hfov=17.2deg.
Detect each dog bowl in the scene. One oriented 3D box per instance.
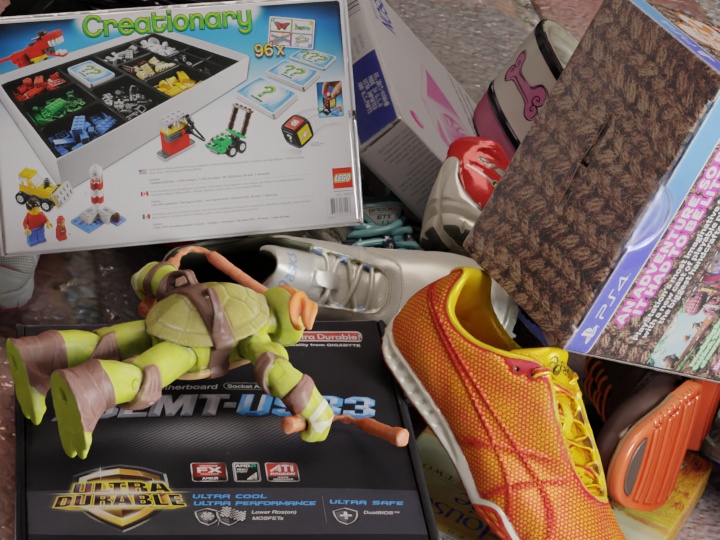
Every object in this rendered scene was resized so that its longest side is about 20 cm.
[{"bbox_3d":[0.150,-0.059,1.507,0.200,0.074,0.200,48,15,-18],"label":"dog bowl"}]

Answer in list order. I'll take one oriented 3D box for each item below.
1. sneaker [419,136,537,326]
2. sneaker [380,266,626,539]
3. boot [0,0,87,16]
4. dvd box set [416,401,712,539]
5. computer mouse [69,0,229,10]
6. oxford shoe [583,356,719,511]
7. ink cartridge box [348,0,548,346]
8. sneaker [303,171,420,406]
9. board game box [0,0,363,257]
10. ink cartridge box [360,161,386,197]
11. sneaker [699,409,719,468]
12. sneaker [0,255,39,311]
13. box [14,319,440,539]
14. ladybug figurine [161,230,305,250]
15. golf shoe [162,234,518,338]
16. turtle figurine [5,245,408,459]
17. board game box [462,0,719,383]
[{"bbox_3d":[0.119,-0.018,1.371,0.077,0.086,0.199,-7,-27,44],"label":"sneaker"},{"bbox_3d":[0.085,0.083,1.183,0.201,0.077,0.073,55,20,19],"label":"sneaker"},{"bbox_3d":[-0.177,-0.161,1.540,0.162,0.074,0.198,7,21,45],"label":"boot"},{"bbox_3d":[0.094,0.123,1.272,0.146,0.030,0.200,25,28,14],"label":"dvd box set"},{"bbox_3d":[-0.085,-0.149,1.414,0.138,0.053,0.200,23,2,15],"label":"computer mouse"},{"bbox_3d":[0.147,0.076,1.289,0.072,0.072,0.200,21,16,15],"label":"oxford shoe"},{"bbox_3d":[0.053,-0.073,1.468,0.200,0.043,0.197,43,17,-33],"label":"ink cartridge box"},{"bbox_3d":[0.000,0.000,1.379,0.077,0.087,0.200,0,35,-30],"label":"sneaker"},{"bbox_3d":[-0.101,-0.079,1.283,0.198,0.127,0.035,-5,4,-13],"label":"board game box"},{"bbox_3d":[-0.039,-0.104,1.568,0.115,0.068,0.200,11,29,-13],"label":"ink cartridge box"},{"bbox_3d":[0.252,0.116,1.344,0.100,0.070,0.200,45,5,-14],"label":"sneaker"},{"bbox_3d":[-0.204,-0.048,1.350,0.081,0.089,0.200,18,28,1],"label":"sneaker"},{"bbox_3d":[-0.072,0.095,1.177,0.198,0.050,0.199,1,32,-8],"label":"box"},{"bbox_3d":[-0.103,-0.061,1.400,0.072,0.136,0.200,-34,23,-18],"label":"ladybug figurine"},{"bbox_3d":[-0.015,0.017,1.286,0.198,0.079,0.097,0,-16,15],"label":"golf shoe"},{"bbox_3d":[-0.079,0.040,1.155,0.160,0.065,0.200,-18,40,-29],"label":"turtle figurine"},{"bbox_3d":[0.182,-0.036,1.246,0.199,0.160,0.097,13,25,-43],"label":"board game box"}]
